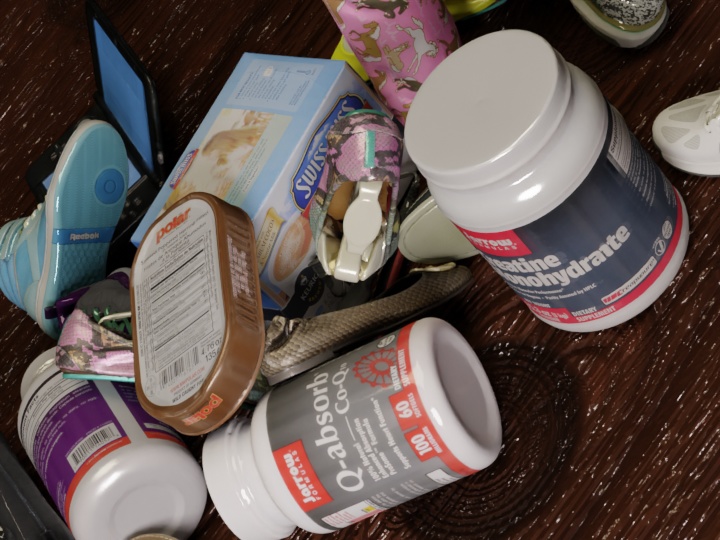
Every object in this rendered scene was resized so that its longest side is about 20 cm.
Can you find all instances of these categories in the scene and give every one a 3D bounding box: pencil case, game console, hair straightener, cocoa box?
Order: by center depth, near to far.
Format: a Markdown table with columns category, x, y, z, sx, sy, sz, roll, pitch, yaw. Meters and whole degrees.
| category | x | y | z | sx | sy | sz | roll | pitch | yaw |
| --- | --- | --- | --- | --- | --- | --- | --- | --- | --- |
| hair straightener | 0.000 | 0.000 | 1.575 | 0.041 | 0.077 | 0.201 | -14 | 47 | 54 |
| pencil case | 0.027 | -0.200 | 1.633 | 0.086 | 0.200 | 0.083 | 0 | 47 | 40 |
| cocoa box | -0.066 | -0.062 | 1.643 | 0.133 | 0.131 | 0.201 | 11 | 64 | 45 |
| game console | -0.256 | -0.129 | 1.874 | 0.176 | 0.116 | 0.200 | -42 | 39 | 3 |

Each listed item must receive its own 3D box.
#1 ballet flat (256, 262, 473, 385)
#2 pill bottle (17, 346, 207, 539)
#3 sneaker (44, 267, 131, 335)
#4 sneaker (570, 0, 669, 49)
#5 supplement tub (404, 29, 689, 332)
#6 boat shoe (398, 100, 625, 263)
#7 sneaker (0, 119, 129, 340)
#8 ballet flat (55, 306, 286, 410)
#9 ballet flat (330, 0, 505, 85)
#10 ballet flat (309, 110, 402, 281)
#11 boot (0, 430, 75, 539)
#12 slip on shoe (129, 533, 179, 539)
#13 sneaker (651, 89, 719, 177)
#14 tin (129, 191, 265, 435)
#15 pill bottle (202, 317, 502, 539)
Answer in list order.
| category | x | y | z | sx | sy | sz | roll | pitch | yaw |
| --- | --- | --- | --- | --- | --- | --- | --- | --- | --- |
| ballet flat | 0.002 | 0.029 | 1.500 | 0.199 | 0.047 | 0.067 | -25 | -3 | -30 |
| pill bottle | -0.207 | 0.142 | 1.605 | 0.112 | 0.112 | 0.200 | -44 | 39 | 1 |
| sneaker | -0.197 | 0.052 | 1.673 | 0.087 | 0.075 | 0.200 | -18 | 16 | -24 |
| sneaker | 0.168 | -0.262 | 1.565 | 0.077 | 0.200 | 0.089 | -55 | -1 | -21 |
| supplement tub | 0.134 | -0.061 | 1.418 | 0.140 | 0.200 | 0.141 | -23 | 44 | 25 |
| boat shoe | 0.110 | -0.080 | 1.555 | 0.199 | 0.075 | 0.066 | -37 | 38 | 10 |
| sneaker | -0.281 | -0.047 | 1.804 | 0.130 | 0.079 | 0.201 | 22 | 102 | 47 |
| ballet flat | -0.139 | 0.066 | 1.567 | 0.199 | 0.069 | 0.072 | 10 | 90 | 0 |
| ballet flat | 0.039 | -0.228 | 1.746 | 0.199 | 0.067 | 0.067 | -28 | 43 | 20 |
| ballet flat | -0.003 | -0.037 | 1.457 | 0.069 | 0.200 | 0.071 | 5 | 60 | -2 |
| boot | -0.294 | 0.197 | 1.653 | 0.066 | 0.165 | 0.200 | -33 | 60 | -18 |
| slip on shoe | -0.130 | 0.258 | 1.456 | 0.076 | 0.061 | 0.200 | -40 | 49 | 1 |
| sneaker | 0.281 | -0.131 | 1.418 | 0.200 | 0.115 | 0.076 | -4 | 54 | 39 |
| tin | -0.124 | 0.028 | 1.493 | 0.112 | 0.042 | 0.201 | -32 | 45 | 26 |
| pill bottle | -0.007 | 0.123 | 1.449 | 0.199 | 0.116 | 0.116 | -26 | 43 | 22 |
